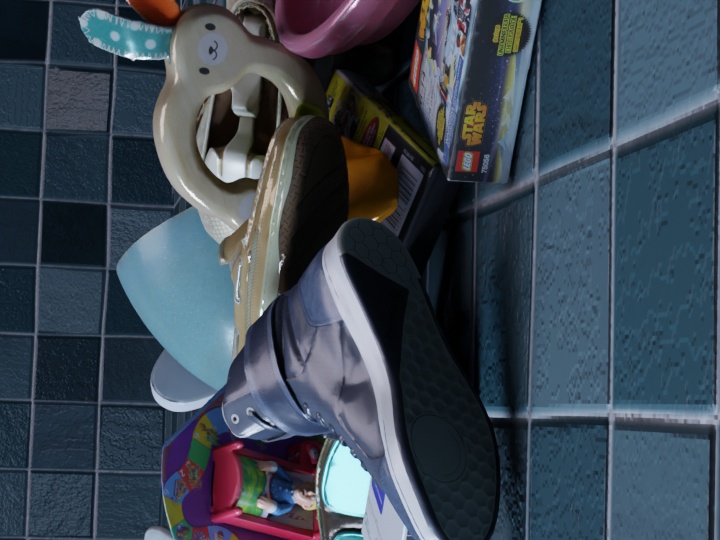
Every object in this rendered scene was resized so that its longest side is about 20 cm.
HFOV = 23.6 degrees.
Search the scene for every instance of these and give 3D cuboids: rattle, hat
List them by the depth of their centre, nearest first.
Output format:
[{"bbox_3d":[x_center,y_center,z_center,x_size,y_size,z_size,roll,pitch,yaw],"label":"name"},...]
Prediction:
[{"bbox_3d":[-0.081,-0.112,1.102,0.201,0.130,0.143,60,178,-27],"label":"rattle"},{"bbox_3d":[-0.011,-0.176,1.302,0.201,0.080,0.202,-171,90,-85],"label":"hat"}]

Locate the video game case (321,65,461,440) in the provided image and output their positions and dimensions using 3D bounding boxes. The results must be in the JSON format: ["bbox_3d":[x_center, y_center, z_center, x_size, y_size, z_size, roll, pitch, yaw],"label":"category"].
[{"bbox_3d":[-0.012,-0.016,1.173,0.181,0.025,0.201,50,122,54],"label":"video game case"}]

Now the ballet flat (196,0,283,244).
[{"bbox_3d":[-0.087,-0.104,1.219,0.062,0.067,0.201,-70,-14,-74],"label":"ballet flat"}]

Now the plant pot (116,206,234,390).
[{"bbox_3d":[-0.077,0.027,1.365,0.200,0.199,0.135,122,128,-68],"label":"plant pot"}]

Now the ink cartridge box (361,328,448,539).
[{"bbox_3d":[0.037,0.112,1.087,0.100,0.039,0.201,-109,22,-60],"label":"ink cartridge box"}]

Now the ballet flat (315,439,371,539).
[{"bbox_3d":[0.002,0.164,1.205,0.071,0.070,0.201,-113,28,-66],"label":"ballet flat"}]

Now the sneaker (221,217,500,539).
[{"bbox_3d":[-0.004,0.093,0.994,0.146,0.077,0.203,-41,59,39],"label":"sneaker"}]

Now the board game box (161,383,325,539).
[{"bbox_3d":[-0.057,0.154,1.240,0.039,0.200,0.159,-22,104,38],"label":"board game box"}]

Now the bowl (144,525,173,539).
[{"bbox_3d":[-0.095,0.282,1.492,0.201,0.090,0.202,43,154,27],"label":"bowl"}]

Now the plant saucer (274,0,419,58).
[{"bbox_3d":[0.013,-0.227,1.122,0.201,0.051,0.201,-47,30,38],"label":"plant saucer"}]

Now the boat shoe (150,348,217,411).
[{"bbox_3d":[-0.100,0.067,1.482,0.199,0.073,0.068,-43,-25,-34],"label":"boat shoe"}]

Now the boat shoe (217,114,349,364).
[{"bbox_3d":[-0.058,-0.008,1.086,0.072,0.076,0.201,-27,-48,-50],"label":"boat shoe"}]

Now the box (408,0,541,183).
[{"bbox_3d":[0.069,-0.169,0.981,0.137,0.040,0.201,-105,20,-60],"label":"box"}]

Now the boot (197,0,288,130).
[{"bbox_3d":[-0.090,-0.176,1.395,0.200,0.072,0.156,-64,-17,-60],"label":"boot"}]
